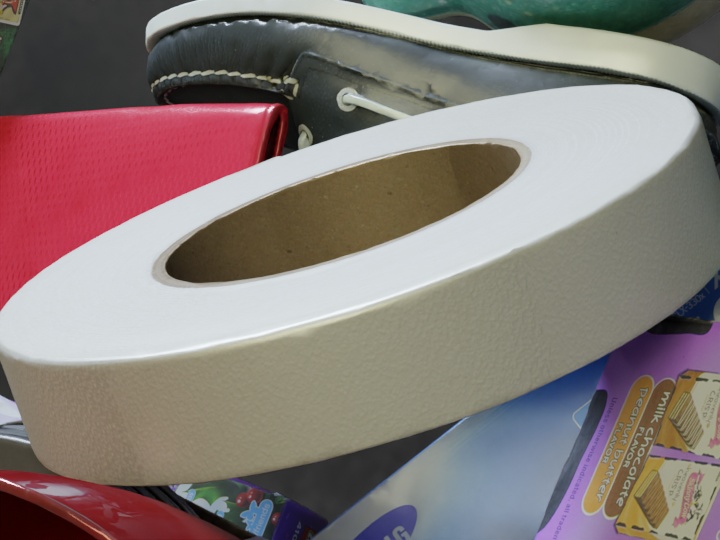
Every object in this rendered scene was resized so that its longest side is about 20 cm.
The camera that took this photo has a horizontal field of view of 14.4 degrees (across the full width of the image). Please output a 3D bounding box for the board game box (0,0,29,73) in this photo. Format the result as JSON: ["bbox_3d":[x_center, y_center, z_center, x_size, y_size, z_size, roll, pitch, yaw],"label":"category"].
[{"bbox_3d":[-0.180,-0.030,0.979,0.105,0.023,0.200,15,82,41],"label":"board game box"}]

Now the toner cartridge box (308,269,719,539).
[{"bbox_3d":[0.063,0.046,0.828,0.200,0.095,0.043,-39,82,6],"label":"toner cartridge box"}]

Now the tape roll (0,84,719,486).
[{"bbox_3d":[0.000,0.000,0.767,0.203,0.203,0.037,-13,106,18],"label":"tape roll"}]

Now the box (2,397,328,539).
[{"bbox_3d":[-0.109,0.147,0.900,0.137,0.039,0.200,18,80,26],"label":"box"}]

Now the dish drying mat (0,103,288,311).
[{"bbox_3d":[-0.105,-0.015,0.937,0.200,0.018,0.077,-1,71,40],"label":"dish drying mat"}]

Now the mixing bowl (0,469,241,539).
[{"bbox_3d":[-0.067,0.131,0.697,0.200,0.108,0.200,7,104,28],"label":"mixing bowl"}]

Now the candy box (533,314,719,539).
[{"bbox_3d":[0.117,0.104,0.660,0.200,0.072,0.168,7,70,56],"label":"candy box"}]

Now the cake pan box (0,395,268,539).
[{"bbox_3d":[-0.095,0.142,0.810,0.184,0.052,0.200,26,107,24],"label":"cake pan box"}]

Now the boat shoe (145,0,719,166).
[{"bbox_3d":[0.016,-0.045,0.894,0.200,0.076,0.060,5,74,29],"label":"boat shoe"}]

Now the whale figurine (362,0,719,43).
[{"bbox_3d":[0.042,-0.153,0.904,0.200,0.104,0.159,34,88,29],"label":"whale figurine"}]
